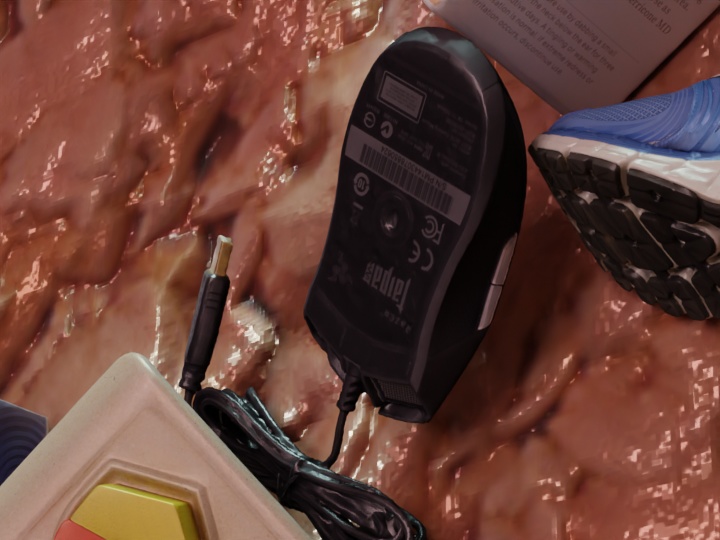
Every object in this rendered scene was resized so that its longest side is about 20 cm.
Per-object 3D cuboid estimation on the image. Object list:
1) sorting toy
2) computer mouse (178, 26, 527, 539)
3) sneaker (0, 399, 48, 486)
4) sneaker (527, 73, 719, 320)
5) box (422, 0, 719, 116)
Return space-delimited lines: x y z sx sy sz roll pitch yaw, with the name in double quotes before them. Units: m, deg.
"sorting toy" -0.084 0.158 1.002 0.185 0.036 0.200 -47 69 9
"computer mouse" 0.000 0.000 1.033 0.140 0.046 0.201 27 111 42
"sneaker" -0.208 0.136 1.130 0.115 0.080 0.200 4 71 39
"sneaker" 0.142 -0.038 0.951 0.200 0.079 0.089 4 46 48
"box" 0.092 -0.183 1.040 0.200 0.106 0.152 -46 46 11
